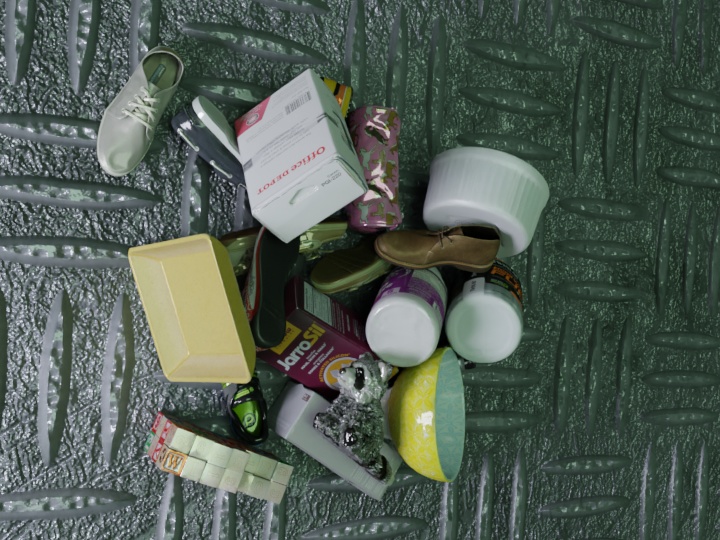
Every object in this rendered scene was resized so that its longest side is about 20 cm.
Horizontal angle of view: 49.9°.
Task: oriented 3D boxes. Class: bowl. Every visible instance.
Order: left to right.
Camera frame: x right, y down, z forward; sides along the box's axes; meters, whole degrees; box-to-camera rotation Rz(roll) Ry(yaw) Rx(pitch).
[{"bbox_3d":[0.089,0.220,1.193,0.200,0.106,0.203,-4,90,-70],"label":"bowl"}]

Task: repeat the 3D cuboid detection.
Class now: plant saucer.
[{"bbox_3d":[-0.222,0.051,1.063,0.048,0.199,0.202,-23,102,-46],"label":"plant saucer"}]

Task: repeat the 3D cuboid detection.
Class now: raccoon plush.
[{"bbox_3d":[0.015,0.211,1.133,0.135,0.096,0.200,-54,142,-17],"label":"raccoon plush"}]

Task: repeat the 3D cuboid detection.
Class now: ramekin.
[{"bbox_3d":[0.196,-0.103,1.251,0.199,0.200,0.099,29,66,-25],"label":"ramekin"}]

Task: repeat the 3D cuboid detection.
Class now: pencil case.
[{"bbox_3d":[0.021,-0.160,1.222,0.086,0.082,0.203,6,80,-45],"label":"pencil case"}]

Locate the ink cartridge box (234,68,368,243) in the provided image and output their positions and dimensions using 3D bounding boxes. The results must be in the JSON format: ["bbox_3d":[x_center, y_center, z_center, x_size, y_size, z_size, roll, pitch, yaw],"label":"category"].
[{"bbox_3d":[-0.086,-0.160,1.073,0.145,0.201,0.085,-31,136,16],"label":"ink cartridge box"}]

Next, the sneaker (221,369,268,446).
[{"bbox_3d":[-0.175,0.164,1.140,0.070,0.082,0.202,-20,99,-25],"label":"sneaker"}]

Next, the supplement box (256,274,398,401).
[{"bbox_3d":[-0.053,0.114,1.176,0.199,0.086,0.110,34,114,-24],"label":"supplement box"}]

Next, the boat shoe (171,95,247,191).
[{"bbox_3d":[-0.193,-0.165,1.136,0.060,0.076,0.200,-30,120,16],"label":"boat shoe"}]

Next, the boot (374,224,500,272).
[{"bbox_3d":[0.121,-0.046,1.197,0.197,0.076,0.074,3,55,-12],"label":"boot"}]

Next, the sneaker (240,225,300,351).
[{"bbox_3d":[-0.147,0.017,1.112,0.067,0.107,0.204,17,69,-34],"label":"sneaker"}]

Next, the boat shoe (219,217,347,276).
[{"bbox_3d":[-0.113,-0.040,1.179,0.198,0.073,0.063,-11,104,-15],"label":"boat shoe"}]

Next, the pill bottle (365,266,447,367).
[{"bbox_3d":[0.077,0.056,1.203,0.111,0.200,0.114,4,112,10],"label":"pill bottle"}]

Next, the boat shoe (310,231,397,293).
[{"bbox_3d":[-0.002,-0.001,1.210,0.200,0.073,0.064,-33,135,-47],"label":"boat shoe"}]

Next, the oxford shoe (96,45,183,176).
[{"bbox_3d":[-0.306,-0.226,1.077,0.075,0.058,0.202,30,80,-27],"label":"oxford shoe"}]

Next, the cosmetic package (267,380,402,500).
[{"bbox_3d":[-0.042,0.262,1.201,0.199,0.107,0.091,36,77,-22],"label":"cosmetic package"}]

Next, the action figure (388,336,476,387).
[{"bbox_3d":[0.099,0.155,1.295,0.198,0.069,0.132,-9,103,-23],"label":"action figure"}]

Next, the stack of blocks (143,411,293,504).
[{"bbox_3d":[-0.199,0.274,1.113,0.199,0.115,0.059,27,79,-26],"label":"stack of blocks"}]

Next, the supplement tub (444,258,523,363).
[{"bbox_3d":[0.203,0.056,1.263,0.121,0.200,0.124,4,112,9],"label":"supplement tub"}]

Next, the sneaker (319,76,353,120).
[{"bbox_3d":[-0.081,-0.203,1.197,0.089,0.070,0.202,21,84,-6],"label":"sneaker"}]
